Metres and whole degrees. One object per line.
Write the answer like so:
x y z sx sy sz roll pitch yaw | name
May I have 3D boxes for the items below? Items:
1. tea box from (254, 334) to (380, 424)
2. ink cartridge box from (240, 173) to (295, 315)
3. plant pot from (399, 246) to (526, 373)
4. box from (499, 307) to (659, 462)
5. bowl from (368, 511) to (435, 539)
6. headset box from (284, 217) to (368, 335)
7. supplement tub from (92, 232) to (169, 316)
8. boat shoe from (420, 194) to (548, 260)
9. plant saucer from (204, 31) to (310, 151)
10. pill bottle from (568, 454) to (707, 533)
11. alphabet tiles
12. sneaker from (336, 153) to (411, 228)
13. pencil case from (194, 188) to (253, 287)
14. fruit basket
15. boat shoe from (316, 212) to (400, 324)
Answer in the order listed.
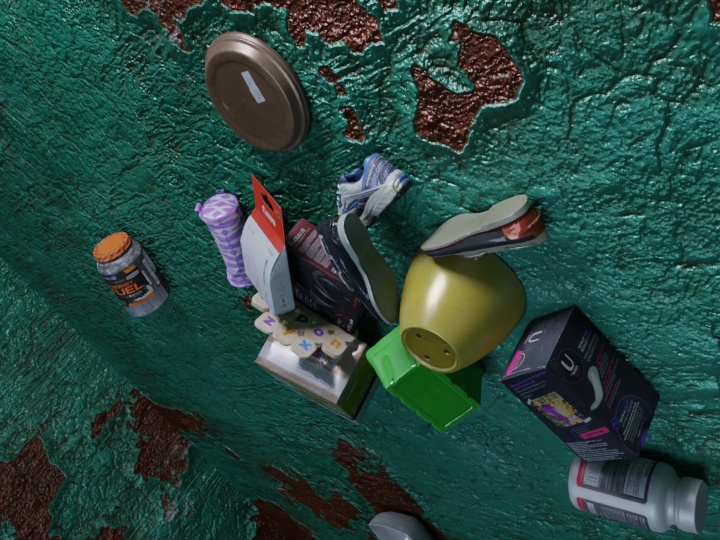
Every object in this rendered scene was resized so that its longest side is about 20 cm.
-0.077 0.197 1.311 0.198 0.135 0.197 22 162 23 | tea box
-0.175 -0.046 1.131 0.163 0.057 0.202 47 151 50 | ink cartridge box
0.137 0.072 0.991 0.198 0.142 0.201 25 144 20 | plant pot
0.327 0.174 0.950 0.200 0.123 0.106 44 147 -9 | box
0.142 0.810 1.938 0.199 0.075 0.201 -11 124 49 | bowl
-0.069 0.008 1.173 0.199 0.077 0.149 31 147 8 | headset box
-0.585 0.009 1.625 0.121 0.123 0.201 9 138 36 | supplement tub
0.167 -0.046 0.892 0.199 0.071 0.063 -18 121 47 | boat shoe
-0.165 -0.265 0.980 0.198 0.030 0.201 25 144 20 | plant saucer
0.462 0.369 1.066 0.198 0.111 0.111 3 134 42 | pill bottle
-0.103 0.089 1.201 0.199 0.196 0.015 31 124 10 | alphabet tiles
0.000 -0.111 0.981 0.085 0.077 0.200 49 139 1 | sneaker
-0.256 -0.056 1.264 0.084 0.084 0.201 -10 131 6 | pencil case
0.110 0.168 1.163 0.155 0.216 0.216 -40 103 19 | fruit basket
0.000 0.000 0.976 0.060 0.076 0.202 -7 120 34 | boat shoe
